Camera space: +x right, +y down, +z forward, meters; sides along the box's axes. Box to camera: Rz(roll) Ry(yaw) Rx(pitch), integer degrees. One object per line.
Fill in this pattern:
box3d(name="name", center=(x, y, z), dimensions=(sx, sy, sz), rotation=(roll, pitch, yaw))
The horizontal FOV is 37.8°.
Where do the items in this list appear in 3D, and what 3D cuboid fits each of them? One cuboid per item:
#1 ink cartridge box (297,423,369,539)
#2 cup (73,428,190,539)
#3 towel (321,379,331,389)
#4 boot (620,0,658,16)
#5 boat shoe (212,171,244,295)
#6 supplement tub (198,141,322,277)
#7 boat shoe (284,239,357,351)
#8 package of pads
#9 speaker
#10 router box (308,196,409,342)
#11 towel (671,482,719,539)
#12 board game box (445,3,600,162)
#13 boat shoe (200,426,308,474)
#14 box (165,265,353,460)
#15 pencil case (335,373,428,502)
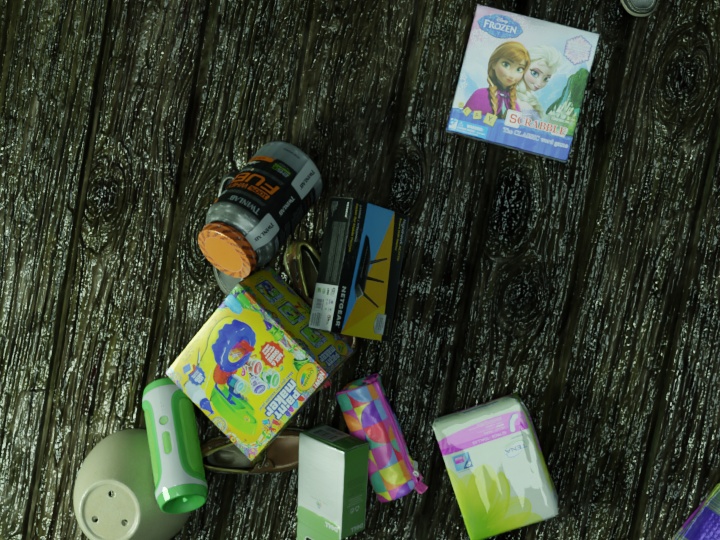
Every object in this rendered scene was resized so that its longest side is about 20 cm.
box3d(name="ink cartridge box", center=(-0.046, 0.358, 1.665), dimensions=(0.103, 0.059, 0.203), rotation=(15, 108, 42))
box3d(name="cup", center=(-0.380, 0.368, 1.688), dimensions=(0.197, 0.143, 0.204), rotation=(0, 93, 6))
box3d(name="towel", center=(-0.160, 0.150, 1.715), dimensions=(0.197, 0.022, 0.147), rotation=(-18, 92, 6))
box3d(name="boot", center=(0.422, -0.490, 1.556), dimensions=(0.072, 0.151, 0.204), rotation=(2, 93, 5))
box3d(name="boat shoe", center=(-0.210, -0.057, 1.689), dimensions=(0.066, 0.057, 0.204), rotation=(3, 93, 5))
box3d(name="supplement tub", center=(-0.154, -0.092, 1.605), dimensions=(0.122, 0.123, 0.201), rotation=(33, 57, 3))
box3d(name="boat shoe", center=(-0.063, 0.048, 1.661), dimensions=(0.071, 0.068, 0.202), rotation=(-30, 91, -17))
box3d(name="package of pads", center=(0.217, 0.310, 1.664), dimensions=(0.152, 0.068, 0.203), rotation=(-18, 92, 8))
box3d(name="speaker", center=(-0.294, 0.275, 1.661), dimensions=(0.087, 0.089, 0.202), rotation=(-20, 58, 6))
box3d(name="router box", center=(0.000, 0.000, 1.616), dimensions=(0.051, 0.148, 0.203), rotation=(7, 87, 39))
box3d(name="towel", center=(0.568, 0.447, 1.660), dimensions=(0.143, 0.023, 0.201), rotation=(37, 96, 3))
box3d(name="board game box", center=(0.251, -0.291, 1.639), dimensions=(0.197, 0.041, 0.203), rotation=(14, 94, 5))
box3d(name="boat shoe", center=(-0.165, 0.300, 1.700), dimensions=(0.197, 0.068, 0.073), rotation=(-9, 92, 6))
box3d(name="box", center=(-0.153, 0.140, 1.613), dimensions=(0.192, 0.122, 0.200), rotation=(43, 112, 5))
box3d(name="pencil case", center=(0.033, 0.266, 1.672), dimensions=(0.087, 0.088, 0.202), rotation=(-25, 91, 6))
